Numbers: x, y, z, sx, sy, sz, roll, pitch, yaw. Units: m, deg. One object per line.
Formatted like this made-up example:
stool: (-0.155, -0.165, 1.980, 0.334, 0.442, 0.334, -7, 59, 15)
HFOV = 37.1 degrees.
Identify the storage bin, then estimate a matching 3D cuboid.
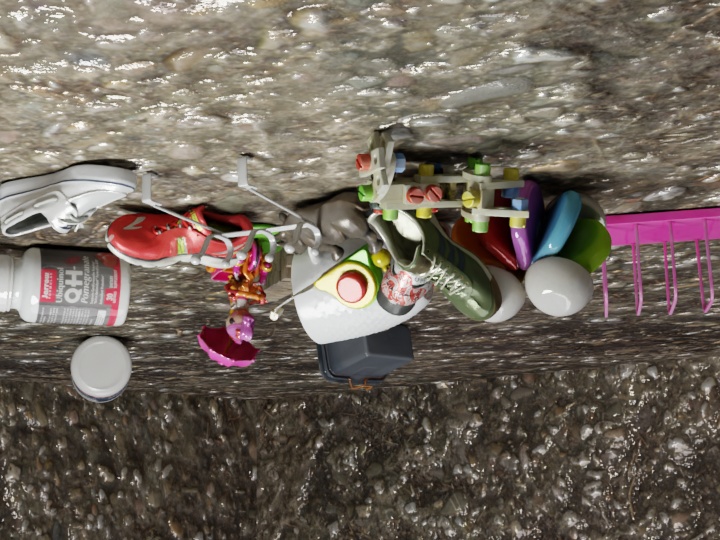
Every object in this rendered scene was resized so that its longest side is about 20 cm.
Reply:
storage bin: (0.019, 0.183, 2.389, 0.198, 0.148, 0.134, 10, 154, -43)

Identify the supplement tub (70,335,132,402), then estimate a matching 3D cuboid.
supplement tub: (-0.613, 0.236, 2.533, 0.138, 0.143, 0.200, 2, 168, -14)

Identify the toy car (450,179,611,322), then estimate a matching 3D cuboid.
toy car: (0.204, -0.042, 1.320, 0.198, 0.176, 0.151, -7, 130, 31)

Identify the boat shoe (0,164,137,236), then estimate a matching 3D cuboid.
boat shoe: (-0.340, -0.076, 1.247, 0.198, 0.066, 0.073, -8, 166, 32)

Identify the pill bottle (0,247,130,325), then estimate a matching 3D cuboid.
pill bottle: (-0.451, 0.024, 1.603, 0.197, 0.112, 0.110, 4, 168, -23)

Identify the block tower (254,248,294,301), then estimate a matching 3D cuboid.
block tower: (-0.125, 0.005, 1.690, 0.057, 0.055, 0.200, 4, 167, -22)

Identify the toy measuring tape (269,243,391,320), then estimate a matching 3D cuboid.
toy measuring tape: (-0.032, 0.034, 1.435, 0.199, 0.074, 0.073, -34, 154, 26)

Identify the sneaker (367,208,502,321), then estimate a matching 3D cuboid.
sneaker: (0.080, -0.011, 1.256, 0.067, 0.201, 0.090, -38, 180, 36)

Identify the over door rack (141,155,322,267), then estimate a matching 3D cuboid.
over door rack: (-0.153, -0.055, 1.281, 0.146, 0.068, 0.200, -7, 154, 24)

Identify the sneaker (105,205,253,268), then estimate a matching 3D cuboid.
sneaker: (-0.233, -0.055, 1.398, 0.198, 0.078, 0.085, 0, 151, -30)

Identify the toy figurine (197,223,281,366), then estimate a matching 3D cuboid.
toy figurine: (-0.175, 0.045, 1.552, 0.148, 0.187, 0.199, 5, 166, -29)

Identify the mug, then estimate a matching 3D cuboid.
mug: (0.000, 0.000, 1.514, 0.173, 0.149, 0.201, -12, 135, 20)

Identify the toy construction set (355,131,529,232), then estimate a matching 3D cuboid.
toy construction set: (0.076, -0.089, 1.164, 0.197, 0.093, 0.131, 12, -171, -23)

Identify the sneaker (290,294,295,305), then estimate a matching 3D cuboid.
sneaker: (-0.018, 0.052, 1.883, 0.197, 0.071, 0.108, 14, -161, 17)

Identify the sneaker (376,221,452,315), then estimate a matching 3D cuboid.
sneaker: (0.095, -0.032, 1.400, 0.067, 0.202, 0.108, 34, 132, 7)

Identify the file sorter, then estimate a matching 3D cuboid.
file sorter: (0.436, -0.007, 1.511, 0.197, 0.127, 0.139, -4, 168, 12)

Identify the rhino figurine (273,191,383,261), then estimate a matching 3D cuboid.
rhino figurine: (-0.048, -0.055, 1.386, 0.198, 0.060, 0.087, -12, 144, 45)
